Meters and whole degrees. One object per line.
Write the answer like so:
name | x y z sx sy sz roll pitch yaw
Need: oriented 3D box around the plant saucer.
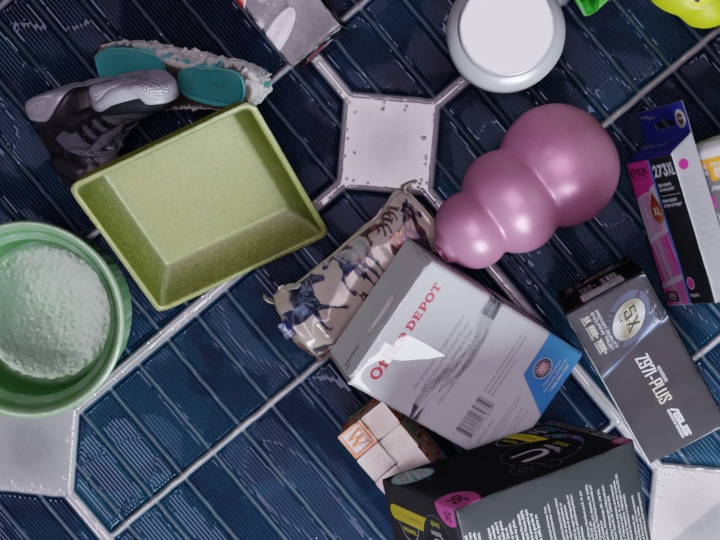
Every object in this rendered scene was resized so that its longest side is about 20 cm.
plant saucer | -0.162 -0.074 1.709 0.200 0.048 0.200 -24 134 6

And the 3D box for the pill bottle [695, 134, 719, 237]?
pill bottle | 0.408 -0.044 1.674 0.116 0.116 0.200 -17 93 5

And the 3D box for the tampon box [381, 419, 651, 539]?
tampon box | 0.148 0.237 1.604 0.200 0.150 0.126 -16 100 -25

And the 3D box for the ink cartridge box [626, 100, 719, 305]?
ink cartridge box | 0.315 -0.064 1.689 0.037 0.095 0.200 -16 92 -19

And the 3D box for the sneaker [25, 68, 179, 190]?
sneaker | -0.249 -0.137 1.714 0.200 0.075 0.114 -3 108 39

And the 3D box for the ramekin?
ramekin | -0.331 0.046 1.745 0.200 0.098 0.200 0 94 5

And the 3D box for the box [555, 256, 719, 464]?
box | 0.269 0.082 1.651 0.086 0.200 0.164 -29 91 6

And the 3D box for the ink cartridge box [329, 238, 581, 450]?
ink cartridge box | 0.094 0.083 1.688 0.200 0.084 0.145 31 97 -23

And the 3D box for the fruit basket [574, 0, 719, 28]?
fruit basket | 0.292 -0.323 1.657 0.215 0.156 0.216 -3 81 16

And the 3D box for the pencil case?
pencil case | 0.000 0.000 1.726 0.200 0.078 0.089 -41 113 7

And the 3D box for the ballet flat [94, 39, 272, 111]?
ballet flat | -0.175 -0.196 1.727 0.200 0.072 0.072 14 96 27

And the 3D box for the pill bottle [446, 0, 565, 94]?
pill bottle | 0.140 -0.229 1.638 0.114 0.200 0.114 0 95 4

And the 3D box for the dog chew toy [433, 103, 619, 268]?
dog chew toy | 0.157 -0.076 1.672 0.200 0.125 0.125 -36 91 -11

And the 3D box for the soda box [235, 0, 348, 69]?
soda box | -0.103 -0.301 1.720 0.071 0.063 0.200 -39 90 6

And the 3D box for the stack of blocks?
stack of blocks | 0.066 0.218 1.720 0.059 0.115 0.200 -39 91 6
